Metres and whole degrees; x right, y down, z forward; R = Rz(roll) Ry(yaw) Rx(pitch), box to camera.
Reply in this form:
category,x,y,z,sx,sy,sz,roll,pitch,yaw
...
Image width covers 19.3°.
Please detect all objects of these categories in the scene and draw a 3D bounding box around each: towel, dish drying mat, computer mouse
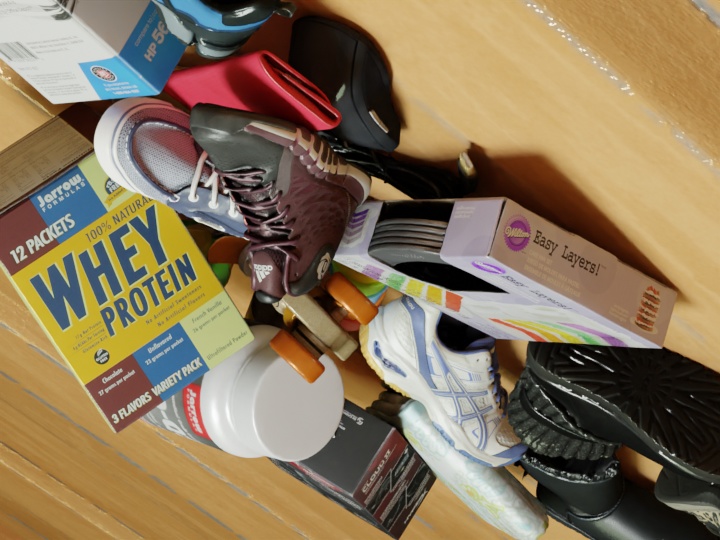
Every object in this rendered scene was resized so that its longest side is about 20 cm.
category,x,y,z,sx,sy,sz,roll,pitch,yaw
towel,0.089,0.171,1.954,0.171,0.048,0.200,42,175,-7
dish drying mat,-0.080,-0.122,1.484,0.077,0.018,0.200,36,167,-20
computer mouse,0.013,-0.096,1.492,0.140,0.046,0.200,23,159,16

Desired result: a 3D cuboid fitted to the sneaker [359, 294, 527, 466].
category,x,y,z,sx,sy,sz,roll,pitch,yaw
sneaker,0.091,0.090,1.778,0.088,0.075,0.200,-35,124,23

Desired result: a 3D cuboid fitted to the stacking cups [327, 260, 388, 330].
category,x,y,z,sx,sy,sz,roll,pitch,yaw
stacking cups,0.000,0.000,1.743,0.060,0.061,0.200,27,165,3

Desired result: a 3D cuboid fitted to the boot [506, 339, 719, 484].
category,x,y,z,sx,sy,sz,roll,pitch,yaw
boot,0.216,0.122,1.701,0.211,0.079,0.158,34,155,16

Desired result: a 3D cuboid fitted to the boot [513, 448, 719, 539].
category,x,y,z,sx,sy,sz,roll,pitch,yaw
boot,0.224,0.197,1.890,0.198,0.074,0.163,24,161,25

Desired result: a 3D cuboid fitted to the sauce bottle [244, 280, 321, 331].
category,x,y,z,sx,sy,sz,roll,pitch,yaw
sauce bottle,-0.067,0.035,1.885,0.065,0.065,0.200,29,160,-1

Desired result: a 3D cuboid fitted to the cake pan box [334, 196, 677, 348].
category,x,y,z,sx,sy,sz,roll,pitch,yaw
cake pan box,0.101,0.000,1.551,0.200,0.053,0.184,27,162,-38

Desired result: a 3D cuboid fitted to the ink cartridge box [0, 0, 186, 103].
category,x,y,z,sx,sy,sz,roll,pitch,yaw
ink cartridge box,-0.229,-0.210,1.477,0.146,0.084,0.200,3,147,50

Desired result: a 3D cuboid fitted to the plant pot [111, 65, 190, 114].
category,x,y,z,sx,sy,sz,roll,pitch,yaw
plant pot,-0.101,-0.102,1.657,0.199,0.028,0.200,25,160,10

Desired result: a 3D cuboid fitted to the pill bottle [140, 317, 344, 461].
category,x,y,z,sx,sy,sz,roll,pitch,yaw
pill bottle,-0.113,0.096,1.807,0.200,0.114,0.114,13,156,50

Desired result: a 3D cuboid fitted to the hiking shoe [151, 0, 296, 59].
category,x,y,z,sx,sy,sz,roll,pitch,yaw
hiking shoe,-0.140,-0.216,1.387,0.200,0.075,0.087,26,155,-24

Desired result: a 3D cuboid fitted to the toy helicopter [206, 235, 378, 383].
category,x,y,z,sx,sy,sz,roll,pitch,yaw
toy helicopter,-0.053,0.022,1.696,0.132,0.079,0.200,43,179,8

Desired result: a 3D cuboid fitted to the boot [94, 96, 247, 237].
category,x,y,z,sx,sy,sz,roll,pitch,yaw
boot,-0.105,-0.069,1.569,0.090,0.073,0.200,19,176,36

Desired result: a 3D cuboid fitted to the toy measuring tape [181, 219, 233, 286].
category,x,y,z,sx,sy,sz,roll,pitch,yaw
toy measuring tape,-0.122,-0.006,1.844,0.200,0.074,0.074,5,150,48

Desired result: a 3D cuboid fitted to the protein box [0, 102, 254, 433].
category,x,y,z,sx,sy,sz,roll,pitch,yaw
protein box,-0.210,-0.009,1.698,0.199,0.135,0.200,58,172,-19

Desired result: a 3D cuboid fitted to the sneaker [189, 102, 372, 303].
category,x,y,z,sx,sy,sz,roll,pitch,yaw
sneaker,-0.061,-0.038,1.464,0.075,0.116,0.200,13,173,33

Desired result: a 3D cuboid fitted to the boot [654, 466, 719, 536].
category,x,y,z,sx,sy,sz,roll,pitch,yaw
boot,0.355,0.208,1.747,0.154,0.074,0.203,35,165,-25

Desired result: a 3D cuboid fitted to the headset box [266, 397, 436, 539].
category,x,y,z,sx,sy,sz,roll,pitch,yaw
headset box,-0.028,0.160,1.936,0.149,0.077,0.200,29,169,23
